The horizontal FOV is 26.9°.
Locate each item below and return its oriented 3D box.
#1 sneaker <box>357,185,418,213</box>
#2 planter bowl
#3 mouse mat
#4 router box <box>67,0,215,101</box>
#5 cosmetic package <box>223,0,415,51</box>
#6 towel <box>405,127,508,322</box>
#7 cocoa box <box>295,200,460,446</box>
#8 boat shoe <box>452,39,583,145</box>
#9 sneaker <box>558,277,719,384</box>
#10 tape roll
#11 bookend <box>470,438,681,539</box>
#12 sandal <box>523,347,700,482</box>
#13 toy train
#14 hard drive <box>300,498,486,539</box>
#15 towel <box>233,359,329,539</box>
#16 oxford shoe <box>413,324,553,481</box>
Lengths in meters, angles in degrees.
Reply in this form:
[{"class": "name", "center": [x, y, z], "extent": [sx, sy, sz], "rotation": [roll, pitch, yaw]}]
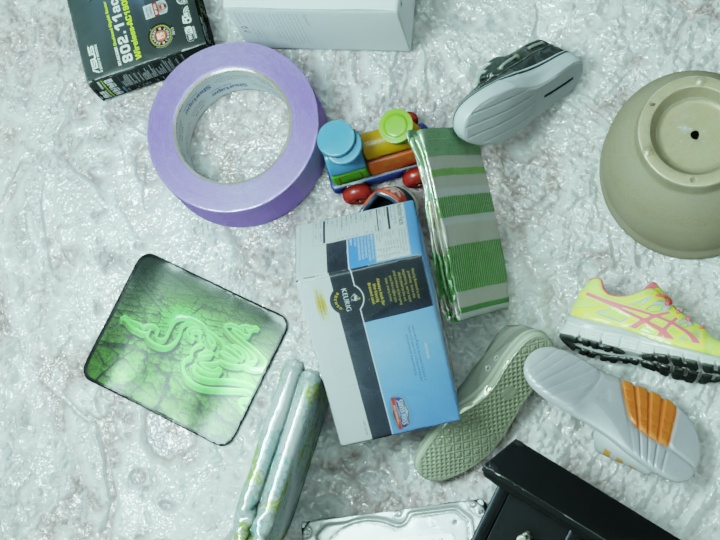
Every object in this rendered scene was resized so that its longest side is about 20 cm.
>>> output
[{"class": "sneaker", "center": [0.000, 0.000, 1.628], "extent": [0.074, 0.084, 0.201], "rotation": [19, 92, 12]}, {"class": "planter bowl", "center": [0.349, -0.125, 1.579], "extent": [0.198, 0.135, 0.202], "rotation": [-2, 76, 10]}, {"class": "mouse mat", "center": [-0.198, 0.087, 1.692], "extent": [0.199, 0.008, 0.162], "rotation": [24, 82, 14]}, {"class": "router box", "center": [-0.265, -0.319, 1.774], "extent": [0.149, 0.062, 0.201], "rotation": [-18, 74, 7]}, {"class": "cosmetic package", "center": [-0.036, -0.365, 1.713], "extent": [0.198, 0.123, 0.201], "rotation": [3, 77, 12]}, {"class": "towel", "center": [0.106, -0.051, 1.582], "extent": [0.023, 0.152, 0.202], "rotation": [-14, 88, 29]}, {"class": "cocoa box", "center": [0.018, 0.053, 1.545], "extent": [0.130, 0.134, 0.201], "rotation": [-12, 117, 4]}, {"class": "boat shoe", "center": [0.157, -0.195, 1.636], "extent": [0.071, 0.072, 0.199], "rotation": [36, 44, 28]}, {"class": "sneaker", "center": [0.313, 0.057, 1.573], "extent": [0.198, 0.078, 0.091], "rotation": [15, 72, 11]}, {"class": "tape roll", "center": [-0.138, -0.154, 1.710], "extent": [0.198, 0.066, 0.202], "rotation": [-2, 76, 9]}, {"class": "bookend", "center": [0.182, 0.309, 1.486], "extent": [0.199, 0.092, 0.200], "rotation": [31, 112, 18]}, {"class": "sandal", "center": [0.258, 0.150, 1.566], "extent": [0.206, 0.059, 0.079], "rotation": [33, 60, 5]}, {"class": "toy train", "center": [0.052, -0.145, 1.647], "extent": [0.198, 0.116, 0.085], "rotation": [-15, 75, 6]}, {"class": "hard drive", "center": [0.042, 0.321, 1.576], "extent": [0.198, 0.038, 0.141], "rotation": [-8, 76, 7]}, {"class": "towel", "center": [-0.083, 0.197, 1.559], "extent": [0.048, 0.171, 0.201], "rotation": [16, 79, 7]}, {"class": "oxford shoe", "center": [0.127, 0.139, 1.598], "extent": [0.200, 0.075, 0.058], "rotation": [-52, 32, 3]}]
